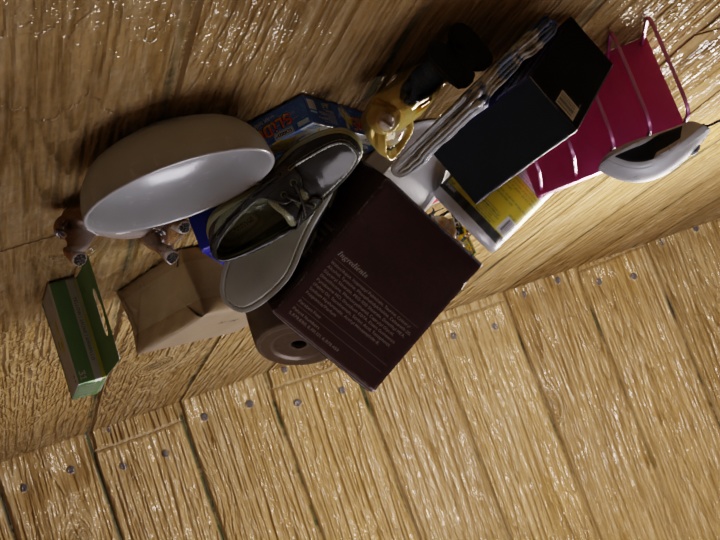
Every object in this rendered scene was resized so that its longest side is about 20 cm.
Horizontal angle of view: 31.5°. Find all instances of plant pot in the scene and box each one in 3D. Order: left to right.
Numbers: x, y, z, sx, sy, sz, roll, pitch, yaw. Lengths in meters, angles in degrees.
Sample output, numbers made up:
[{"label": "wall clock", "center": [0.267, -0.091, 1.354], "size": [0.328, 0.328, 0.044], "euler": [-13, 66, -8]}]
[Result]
[{"label": "plant pot", "center": [-0.083, 0.026, 1.691], "size": [0.199, 0.175, 0.201], "euler": [-3, 148, -2]}]

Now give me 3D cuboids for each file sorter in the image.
[{"label": "file sorter", "center": [0.279, -0.200, 1.533], "size": [0.199, 0.140, 0.125], "euler": [-22, 167, 6]}]

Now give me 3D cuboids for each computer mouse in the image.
[{"label": "computer mouse", "center": [0.380, -0.143, 1.512], "size": [0.199, 0.044, 0.110], "euler": [-21, 166, -1]}]

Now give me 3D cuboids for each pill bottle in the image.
[{"label": "pill bottle", "center": [0.202, -0.131, 1.661], "size": [0.200, 0.114, 0.114], "euler": [-45, 168, 4]}]

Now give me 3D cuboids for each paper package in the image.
[{"label": "paper package", "center": [-0.222, 0.035, 1.878], "size": [0.199, 0.104, 0.190], "euler": [-12, 167, -46]}]

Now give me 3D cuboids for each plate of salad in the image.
[{"label": "plate of salad", "center": [0.043, -0.115, 1.645], "size": [0.200, 0.048, 0.201], "euler": [-33, 148, -24]}]

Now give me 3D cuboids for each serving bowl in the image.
[{"label": "serving bowl", "center": [-0.189, -0.106, 1.268], "size": [0.199, 0.066, 0.200], "euler": [-20, 171, -3]}]

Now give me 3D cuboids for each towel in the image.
[{"label": "towel", "center": [0.116, -0.174, 1.278], "size": [0.147, 0.024, 0.200], "euler": [-41, -175, 43]}]

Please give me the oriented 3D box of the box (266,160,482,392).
[{"label": "box", "center": [0.000, 0.000, 1.502], "size": [0.200, 0.164, 0.166], "euler": [-49, -159, 2]}]

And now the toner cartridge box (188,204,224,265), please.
[{"label": "toner cartridge box", "center": [-0.163, -0.058, 1.504], "size": [0.043, 0.095, 0.200], "euler": [-21, 171, 3]}]

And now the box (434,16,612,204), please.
[{"label": "box", "center": [0.176, -0.173, 1.358], "size": [0.141, 0.079, 0.200], "euler": [-39, -172, 34]}]

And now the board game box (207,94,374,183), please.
[{"label": "board game box", "center": [-0.069, -0.140, 1.425], "size": [0.135, 0.035, 0.200], "euler": [-25, 170, 23]}]

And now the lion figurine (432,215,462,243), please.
[{"label": "lion figurine", "center": [0.050, 0.012, 1.706], "size": [0.200, 0.072, 0.123], "euler": [-36, -153, 22]}]

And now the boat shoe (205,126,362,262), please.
[{"label": "boat shoe", "center": [-0.079, -0.072, 1.345], "size": [0.200, 0.066, 0.072], "euler": [-33, 123, 16]}]

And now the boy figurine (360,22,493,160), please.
[{"label": "boy figurine", "center": [0.053, -0.177, 1.339], "size": [0.124, 0.064, 0.200], "euler": [-46, -178, -36]}]

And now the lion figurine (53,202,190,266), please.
[{"label": "lion figurine", "center": [-0.267, -0.051, 1.402], "size": [0.199, 0.073, 0.122], "euler": [8, -164, -41]}]

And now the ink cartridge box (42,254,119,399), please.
[{"label": "ink cartridge box", "center": [-0.369, 0.078, 1.670], "size": [0.048, 0.146, 0.200], "euler": [-16, 169, -21]}]

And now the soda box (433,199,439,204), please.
[{"label": "soda box", "center": [0.052, -0.110, 1.766], "size": [0.199, 0.064, 0.068], "euler": [-21, 171, 5]}]

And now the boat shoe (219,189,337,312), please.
[{"label": "boat shoe", "center": [-0.088, -0.043, 1.425], "size": [0.201, 0.074, 0.060], "euler": [-60, 175, 10]}]

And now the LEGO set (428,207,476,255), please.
[{"label": "LEGO set", "center": [0.064, -0.064, 1.833], "size": [0.199, 0.116, 0.154], "euler": [-19, -151, 19]}]
